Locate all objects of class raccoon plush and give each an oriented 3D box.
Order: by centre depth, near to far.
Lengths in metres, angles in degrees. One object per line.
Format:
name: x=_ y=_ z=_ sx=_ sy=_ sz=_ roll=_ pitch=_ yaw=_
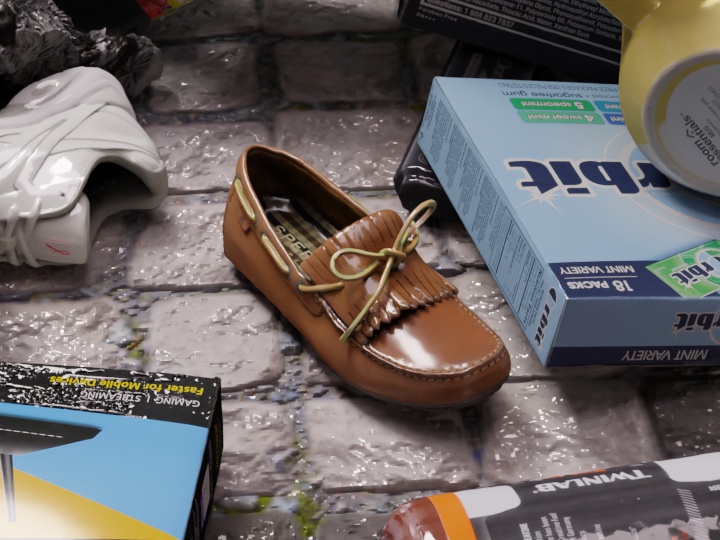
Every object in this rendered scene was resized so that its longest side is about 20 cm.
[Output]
raccoon plush: x=-0.218 y=-0.137 z=1.213 sx=0.134 sy=0.097 sz=0.200 roll=46 pitch=16 yaw=19

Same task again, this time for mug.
mug: x=0.179 y=-0.118 z=1.103 sx=0.185 sy=0.150 sz=0.154 roll=11 pitch=40 yaw=11

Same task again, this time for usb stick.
usb stick: x=0.067 y=-0.094 z=1.233 sx=0.055 sy=0.033 sz=0.201 roll=17 pitch=39 yaw=6

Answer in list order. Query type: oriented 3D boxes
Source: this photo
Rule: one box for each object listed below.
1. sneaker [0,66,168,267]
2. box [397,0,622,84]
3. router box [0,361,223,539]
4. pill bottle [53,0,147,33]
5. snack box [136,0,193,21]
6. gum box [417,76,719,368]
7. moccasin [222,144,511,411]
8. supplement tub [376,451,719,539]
sneaker: x=-0.186 y=-0.035 z=1.125 sx=0.199 sy=0.078 sz=0.099 roll=-29 pitch=55 yaw=-25
box: x=0.146 y=-0.223 z=1.229 sx=0.198 sy=0.199 sz=0.124 roll=17 pitch=37 yaw=-4
router box: x=-0.168 y=0.105 z=0.954 sx=0.198 sy=0.051 sz=0.150 roll=3 pitch=39 yaw=5
pill bottle: x=-0.160 y=-0.234 z=1.354 sx=0.111 sy=0.113 sz=0.201 roll=-1 pitch=36 yaw=-1
snack box: x=-0.041 y=-0.248 z=1.227 sx=0.199 sy=0.068 sz=0.169 roll=-20 pitch=38 yaw=27
gum box: x=0.140 y=-0.028 z=1.107 sx=0.168 sy=0.045 sz=0.201 roll=1 pitch=36 yaw=-20
moccasin: x=0.001 y=-0.001 z=1.071 sx=0.073 sy=0.078 sz=0.201 roll=-20 pitch=41 yaw=-24
supplement tub: x=0.075 y=0.136 z=0.867 sx=0.198 sy=0.108 sz=0.107 roll=-7 pitch=37 yaw=-9
